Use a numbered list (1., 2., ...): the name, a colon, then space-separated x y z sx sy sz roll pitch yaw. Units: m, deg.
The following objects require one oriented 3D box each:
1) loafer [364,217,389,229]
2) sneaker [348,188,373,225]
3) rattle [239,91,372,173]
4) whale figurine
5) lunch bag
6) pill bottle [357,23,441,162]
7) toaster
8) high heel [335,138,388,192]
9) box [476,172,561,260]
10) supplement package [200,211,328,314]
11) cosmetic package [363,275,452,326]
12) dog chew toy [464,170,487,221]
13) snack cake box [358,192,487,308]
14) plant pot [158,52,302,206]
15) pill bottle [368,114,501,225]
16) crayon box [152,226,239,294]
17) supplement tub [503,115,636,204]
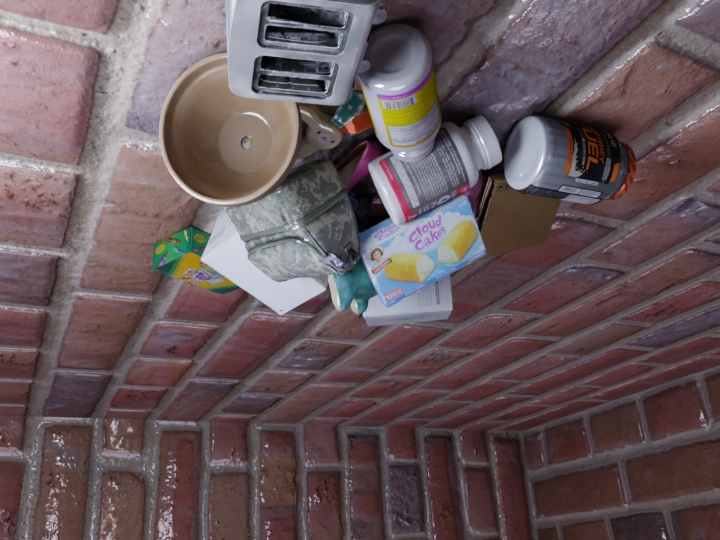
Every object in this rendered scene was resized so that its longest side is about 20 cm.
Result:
1. loafer: 0.104 -0.076 1.427 0.194 0.074 0.063 3 176 -1
2. sneaker: -0.049 -0.101 1.343 0.080 0.075 0.200 23 144 -15
3. rattle: -0.080 -0.185 1.046 0.194 0.145 0.132 4 133 1
4. whale figurine: 0.000 0.000 1.242 0.101 0.164 0.200 -7 -165 15
5. lunch bag: -0.101 -0.069 1.139 0.197 0.171 0.139 -9 -156 46
6. pill bottle: 0.060 -0.238 0.984 0.101 0.107 0.201 -8 155 8
7. toaster: -0.074 -0.299 0.809 0.194 0.122 0.182 2 155 -14
8. high heel: -0.039 -0.157 1.185 0.196 0.069 0.095 -22 161 24
9. box: 0.284 -0.105 1.255 0.196 0.021 0.167 -14 131 -32
10. supplement package: -0.168 -0.034 1.320 0.198 0.113 0.154 36 139 -26
11. cosmetic package: 0.101 0.049 1.571 0.194 0.127 0.200 -4 170 3
12. dog chew toy: 0.188 -0.122 1.262 0.121 0.127 0.201 -8 148 9
13. snack cake box: 0.099 -0.041 1.169 0.196 0.067 0.117 -28 121 -1
14. plant pot: -0.171 -0.187 0.975 0.195 0.207 0.093 -7 177 7
15. pill bottle: 0.119 -0.164 1.113 0.196 0.112 0.111 -27 155 0
16. crayon box: -0.322 -0.016 1.476 0.117 0.060 0.198 -19 152 31
17. supplement tub: 0.345 -0.177 1.152 0.195 0.126 0.123 5 155 -23
